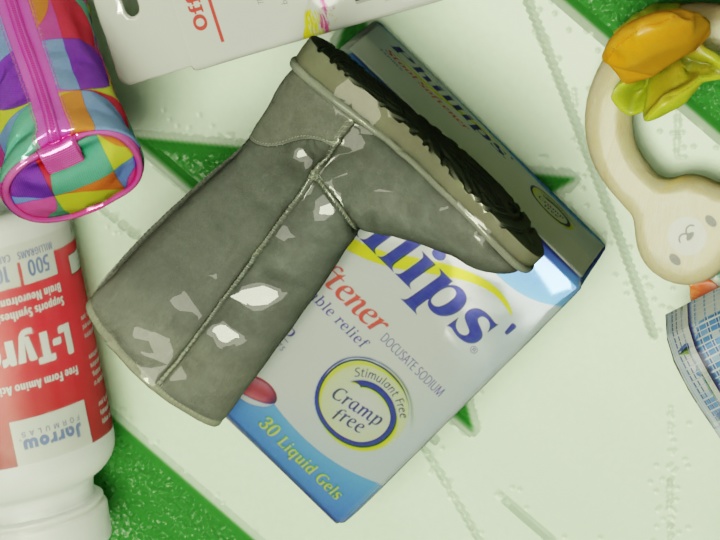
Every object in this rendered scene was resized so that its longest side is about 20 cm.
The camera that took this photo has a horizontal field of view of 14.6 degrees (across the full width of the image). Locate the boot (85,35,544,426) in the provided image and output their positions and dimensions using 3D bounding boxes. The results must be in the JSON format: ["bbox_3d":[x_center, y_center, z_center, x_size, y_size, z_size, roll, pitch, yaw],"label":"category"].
[{"bbox_3d":[-0.026,0.003,1.464,0.182,0.073,0.200,41,102,15],"label":"boot"}]

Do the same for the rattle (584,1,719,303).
[{"bbox_3d":[0.183,-0.039,1.484,0.129,0.143,0.202,0,98,-6],"label":"rattle"}]

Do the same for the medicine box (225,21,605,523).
[{"bbox_3d":[0.000,0.000,1.549,0.182,0.103,0.200,44,109,-1],"label":"medicine box"}]

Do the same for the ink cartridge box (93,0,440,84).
[{"bbox_3d":[-0.048,-0.183,1.533,0.199,0.068,0.116,-14,100,15],"label":"ink cartridge box"}]

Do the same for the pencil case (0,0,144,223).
[{"bbox_3d":[-0.180,-0.124,1.523,0.088,0.088,0.201,-33,61,18],"label":"pencil case"}]

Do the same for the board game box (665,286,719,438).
[{"bbox_3d":[0.256,0.091,1.516,0.199,0.062,0.200,-29,112,21],"label":"board game box"}]

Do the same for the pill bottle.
[{"bbox_3d":[-0.202,0.063,1.605,0.111,0.112,0.201,-8,102,14],"label":"pill bottle"}]
